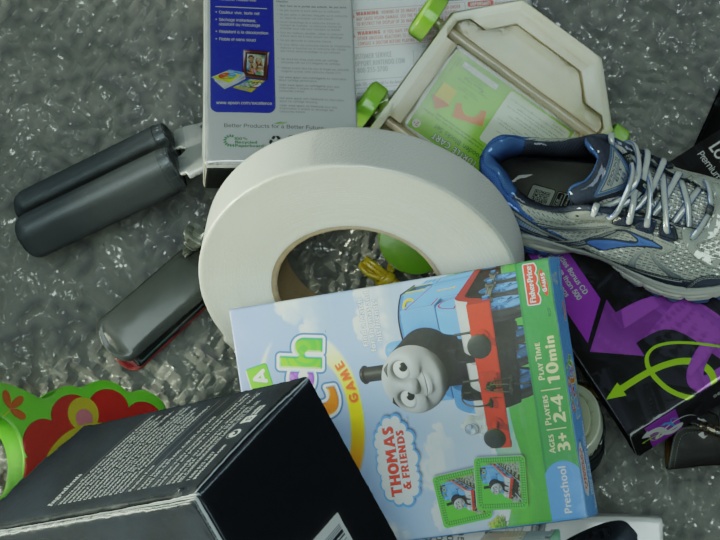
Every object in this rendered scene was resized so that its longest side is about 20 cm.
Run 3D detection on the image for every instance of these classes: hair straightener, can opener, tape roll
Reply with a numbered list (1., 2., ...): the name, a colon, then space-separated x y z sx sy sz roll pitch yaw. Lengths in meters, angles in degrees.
1. hair straightener: -0.085 -0.013 1.390 0.199 0.077 0.041 -37 79 -2
2. can opener: -0.126 -0.059 1.405 0.199 0.053 0.067 -22 127 5
3. tape roll: 0.000 0.000 1.335 0.201 0.204 0.037 5 45 3

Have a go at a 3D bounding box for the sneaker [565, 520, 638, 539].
1. sneaker: 0.099 0.232 1.280 0.200 0.066 0.078 -44 96 -1

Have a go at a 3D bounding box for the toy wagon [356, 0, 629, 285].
1. toy wagon: 0.068 -0.073 1.398 0.155 0.040 0.201 35 97 -4

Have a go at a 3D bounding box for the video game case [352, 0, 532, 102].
1. video game case: 0.011 -0.200 1.436 0.198 0.024 0.184 -4 83 2

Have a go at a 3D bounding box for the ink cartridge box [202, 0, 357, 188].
1. ink cartridge box: -0.052 -0.143 1.377 0.094 0.037 0.202 1 63 -6

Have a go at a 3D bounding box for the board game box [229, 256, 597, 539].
1. board game box: 0.030 0.082 1.295 0.198 0.037 0.153 -10 87 17

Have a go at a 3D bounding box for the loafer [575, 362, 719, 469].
1. loafer: 0.212 0.097 1.367 0.199 0.073 0.072 37 75 16

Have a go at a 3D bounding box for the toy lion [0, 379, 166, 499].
1. toy lion: -0.192 0.141 1.342 0.200 0.069 0.192 42 59 -17

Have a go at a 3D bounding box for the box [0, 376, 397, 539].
1. box: -0.082 0.187 1.245 0.196 0.124 0.201 -14 111 40

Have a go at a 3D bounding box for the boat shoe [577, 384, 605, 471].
1. boat shoe: 0.060 0.115 1.374 0.198 0.066 0.075 -14 61 14

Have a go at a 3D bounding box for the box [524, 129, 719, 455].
1. box: 0.212 -0.001 1.337 0.199 0.036 0.143 -32 60 -1

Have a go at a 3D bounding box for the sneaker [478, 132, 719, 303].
1. sneaker: 0.157 -0.038 1.303 0.198 0.085 0.078 9 67 19

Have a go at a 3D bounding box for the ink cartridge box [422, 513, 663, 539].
1. ink cartridge box: 0.088 0.221 1.352 0.198 0.084 0.148 0 83 3

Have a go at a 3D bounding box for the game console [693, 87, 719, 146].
1. game console: 0.312 -0.046 1.410 0.175 0.116 0.201 27 85 -25
